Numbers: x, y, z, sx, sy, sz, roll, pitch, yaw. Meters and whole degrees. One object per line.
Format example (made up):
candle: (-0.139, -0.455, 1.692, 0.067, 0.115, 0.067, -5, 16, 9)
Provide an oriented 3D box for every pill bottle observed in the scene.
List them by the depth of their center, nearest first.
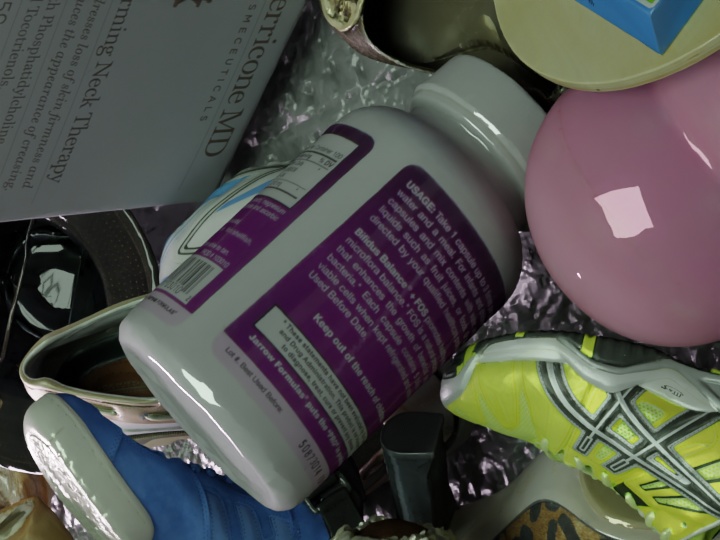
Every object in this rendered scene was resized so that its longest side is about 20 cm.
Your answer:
pill bottle: (0.000, 0.000, 0.833, 0.112, 0.200, 0.112, 44, 166, 14)

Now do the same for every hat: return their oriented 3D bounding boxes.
hat: (-0.176, 0.021, 1.082, 0.199, 0.081, 0.202, 0, 90, 30)

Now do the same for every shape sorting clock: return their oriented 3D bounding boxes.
shape sorting clock: (0.130, -0.159, 0.750, 0.199, 0.039, 0.201, -30, 41, 30)

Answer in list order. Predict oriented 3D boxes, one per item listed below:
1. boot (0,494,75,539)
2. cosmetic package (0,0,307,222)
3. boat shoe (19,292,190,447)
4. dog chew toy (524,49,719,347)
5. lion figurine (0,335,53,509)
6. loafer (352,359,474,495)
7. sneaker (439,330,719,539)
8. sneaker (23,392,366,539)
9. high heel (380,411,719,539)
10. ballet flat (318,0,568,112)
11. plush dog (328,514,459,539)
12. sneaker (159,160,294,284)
boot: (-0.109, 0.200, 0.910, 0.201, 0.066, 0.175, 56, 143, -6)
cosmetic package: (-0.162, -0.141, 0.947, 0.167, 0.199, 0.168, 52, 130, 30)
boat shoe: (-0.078, 0.044, 0.943, 0.199, 0.068, 0.075, -18, 60, 22)
dog chew toy: (0.158, -0.061, 0.754, 0.200, 0.124, 0.125, -46, 69, 30)
lion figurine: (-0.252, 0.077, 1.188, 0.200, 0.072, 0.123, 43, 139, 43)
loafer: (-0.026, 0.101, 0.986, 0.200, 0.063, 0.072, -35, 77, 40)
sneaker: (0.123, 0.075, 0.802, 0.199, 0.075, 0.077, 10, 80, 24)
sneaker: (-0.063, 0.108, 0.898, 0.200, 0.111, 0.077, 50, 161, -16)
high heel: (0.109, 0.137, 0.898, 0.198, 0.072, 0.143, 10, 136, 22)
ballet flat: (0.050, -0.112, 0.882, 0.199, 0.046, 0.068, 27, 116, 34)
plush dog: (0.074, 0.213, 0.856, 0.199, 0.172, 0.162, 14, 82, 27)
sneaker: (-0.030, -0.034, 0.961, 0.199, 0.072, 0.073, -27, 49, 34)
